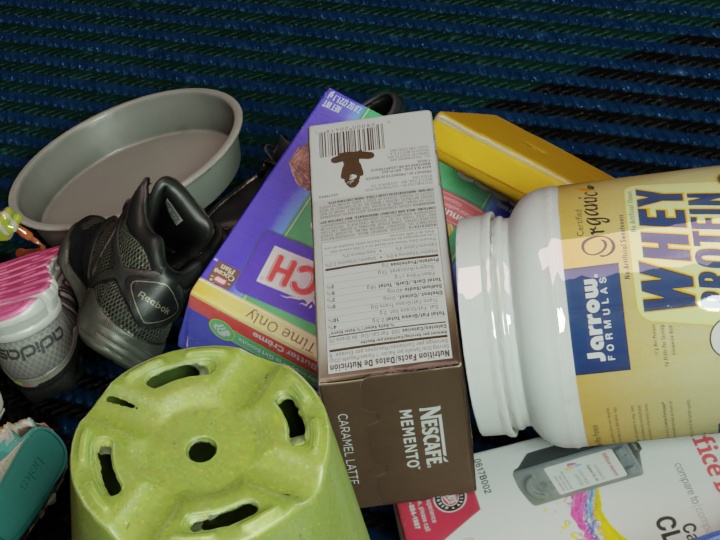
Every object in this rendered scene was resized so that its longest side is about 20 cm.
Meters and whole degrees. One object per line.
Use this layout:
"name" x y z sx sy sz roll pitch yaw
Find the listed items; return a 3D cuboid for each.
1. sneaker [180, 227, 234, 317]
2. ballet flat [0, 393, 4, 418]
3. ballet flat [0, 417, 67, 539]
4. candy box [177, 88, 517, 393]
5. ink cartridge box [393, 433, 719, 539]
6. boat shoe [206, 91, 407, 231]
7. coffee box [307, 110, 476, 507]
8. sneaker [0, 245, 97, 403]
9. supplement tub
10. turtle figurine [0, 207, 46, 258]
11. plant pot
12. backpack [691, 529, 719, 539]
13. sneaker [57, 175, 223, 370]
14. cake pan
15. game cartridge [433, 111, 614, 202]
"sneaker" -0.068 -0.023 1.269 0.113 0.076 0.200 17 49 29
"ballet flat" -0.282 0.081 1.209 0.065 0.071 0.201 -20 39 -5
"ballet flat" -0.254 0.173 1.099 0.064 0.076 0.200 -18 23 40
"candy box" 0.000 0.000 1.157 0.168 0.077 0.201 27 57 7
"ink cartridge box" 0.128 0.164 0.969 0.198 0.086 0.148 -16 37 -1
"boat shoe" -0.042 -0.079 1.339 0.198 0.067 0.075 -24 40 -14
"coffee box" 0.016 0.020 1.003 0.079 0.115 0.201 -7 47 3
"sneaker" -0.230 0.040 1.248 0.073 0.088 0.200 -18 15 -4
"supplement tub" 0.157 0.020 0.957 0.197 0.146 0.145 -7 38 9
"turtle figurine" -0.351 -0.033 1.319 0.198 0.162 0.065 -2 54 27
"plant pot" -0.069 0.143 0.859 0.197 0.191 0.201 -3 44 3
"backpack" 0.227 0.195 0.829 0.198 0.185 0.147 -12 15 -1
"sneaker" -0.147 -0.015 1.182 0.115 0.076 0.200 -53 20 6
"cake pan" -0.180 -0.077 1.380 0.198 0.037 0.201 -16 30 10
"game cartridge" 0.149 -0.046 1.146 0.199 0.033 0.176 31 12 13
